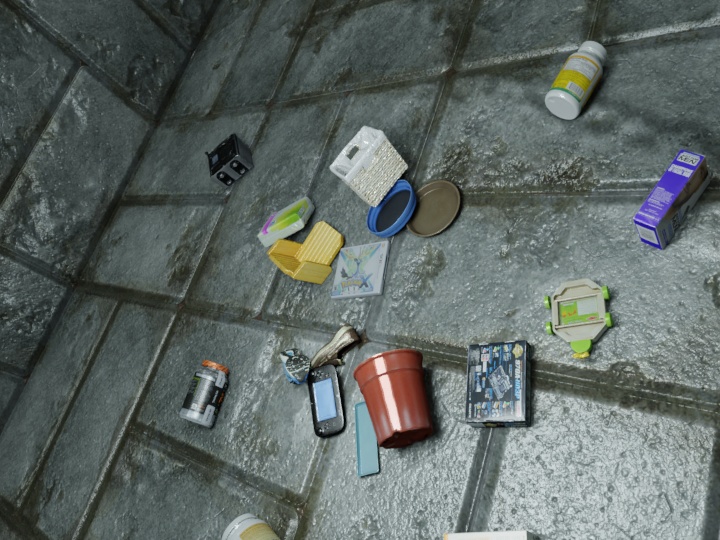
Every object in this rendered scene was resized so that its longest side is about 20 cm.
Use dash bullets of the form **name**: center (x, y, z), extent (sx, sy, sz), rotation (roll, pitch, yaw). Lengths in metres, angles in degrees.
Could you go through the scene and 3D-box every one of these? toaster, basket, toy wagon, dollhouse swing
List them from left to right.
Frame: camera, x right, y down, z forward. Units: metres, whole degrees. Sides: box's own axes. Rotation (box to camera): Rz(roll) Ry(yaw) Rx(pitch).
- **toaster**: center (-0.585, -0.489, 2.594), extent (0.179, 0.118, 0.203), rotation (-34, 48, 15)
- **dollhouse swing**: center (-0.188, -0.083, 2.007), extent (0.199, 0.179, 0.180), rotation (38, 109, 45)
- **basket**: center (0.030, -0.351, 1.959), extent (0.199, 0.160, 0.200), rotation (-49, 26, 2)
- **toy wagon**: center (0.524, 0.120, 1.399), extent (0.152, 0.039, 0.206), rotation (-13, 57, 32)

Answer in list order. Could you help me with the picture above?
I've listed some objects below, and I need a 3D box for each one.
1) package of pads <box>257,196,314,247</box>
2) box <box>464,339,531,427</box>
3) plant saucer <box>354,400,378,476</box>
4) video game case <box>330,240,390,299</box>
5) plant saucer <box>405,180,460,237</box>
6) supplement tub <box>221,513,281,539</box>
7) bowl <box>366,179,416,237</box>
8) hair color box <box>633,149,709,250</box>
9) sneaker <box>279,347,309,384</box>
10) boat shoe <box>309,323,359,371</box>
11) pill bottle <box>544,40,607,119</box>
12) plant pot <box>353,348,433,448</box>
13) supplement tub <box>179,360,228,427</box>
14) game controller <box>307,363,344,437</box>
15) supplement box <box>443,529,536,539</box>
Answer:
- **package of pads**: center (-0.272, -0.182, 2.158), extent (0.196, 0.069, 0.156), rotation (-24, 24, 27)
- **box**: center (0.341, 0.279, 1.440), extent (0.155, 0.046, 0.205), rotation (-11, 57, 33)
- **plant saucer**: center (0.018, 0.459, 1.606), extent (0.069, 0.019, 0.205), rotation (-22, 53, 26)
- **video game case**: center (0.000, 0.000, 1.899), extent (0.195, 0.022, 0.187), rotation (-9, 59, 35)
- **plant saucer**: center (0.229, -0.190, 1.830), extent (0.196, 0.029, 0.205), rotation (-20, 53, 29)
- **supplement tub**: center (-0.275, 0.767, 1.560), extent (0.198, 0.144, 0.147), rotation (27, 81, 44)
- **bowl**: center (0.103, -0.199, 1.902), extent (0.198, 0.039, 0.205), rotation (-33, 39, 31)
- **hair color box**: center (0.729, -0.164, 1.362), extent (0.064, 0.109, 0.202), rotation (32, 86, 44)
- **sneaker**: center (-0.195, 0.310, 1.800), extent (0.076, 0.093, 0.200), rotation (-13, 13, -13)
- **boat shoe**: center (-0.081, 0.260, 1.771), extent (0.075, 0.074, 0.204), rotation (45, 102, 28)
- **pill bottle**: center (0.626, -0.551, 1.678), extent (0.112, 0.112, 0.203), rotation (26, 82, 44)
- **plant pot**: center (0.095, 0.340, 1.510), extent (0.197, 0.200, 0.200), rotation (-28, 57, 20)
- **supplement tub**: center (-0.528, 0.420, 1.989), extent (0.120, 0.122, 0.205), rotation (2, 65, 38)
- **game controller**: center (-0.101, 0.380, 1.708), extent (0.102, 0.042, 0.206), rotation (-23, 65, 27)
- **supplement box**: center (0.281, 0.634, 1.250), extent (0.196, 0.073, 0.129), rotation (-17, 54, 30)
